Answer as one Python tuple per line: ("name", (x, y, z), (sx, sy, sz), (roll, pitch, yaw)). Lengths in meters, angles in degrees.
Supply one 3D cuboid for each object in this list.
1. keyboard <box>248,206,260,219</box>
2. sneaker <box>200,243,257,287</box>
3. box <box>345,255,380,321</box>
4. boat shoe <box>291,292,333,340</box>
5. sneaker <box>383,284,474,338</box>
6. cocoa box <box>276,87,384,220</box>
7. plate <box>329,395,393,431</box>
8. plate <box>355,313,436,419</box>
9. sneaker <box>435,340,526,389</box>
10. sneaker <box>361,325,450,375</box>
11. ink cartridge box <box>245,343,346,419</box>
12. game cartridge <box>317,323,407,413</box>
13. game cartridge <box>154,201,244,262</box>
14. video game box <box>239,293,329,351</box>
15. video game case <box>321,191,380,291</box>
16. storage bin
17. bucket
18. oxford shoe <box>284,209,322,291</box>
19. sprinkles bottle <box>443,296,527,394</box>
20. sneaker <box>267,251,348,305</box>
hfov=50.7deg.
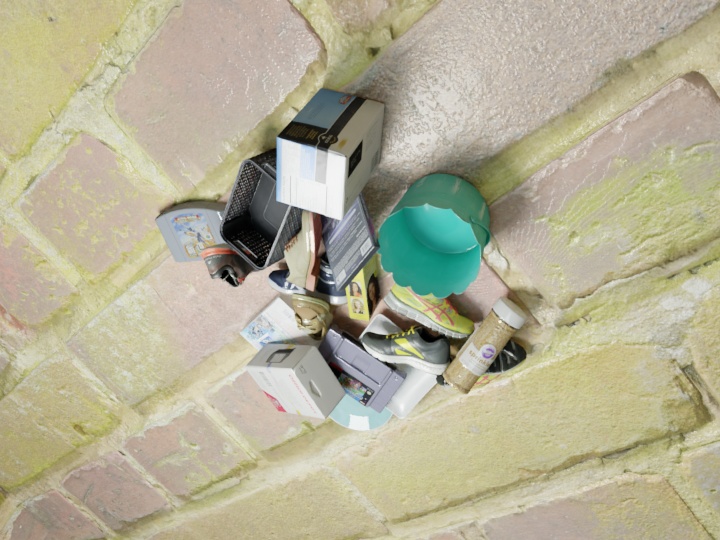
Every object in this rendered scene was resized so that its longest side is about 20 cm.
("keyboard", (-0.174, -0.098, 1.580), (0.198, 0.040, 0.105), (-21, 113, 36))
("sneaker", (-0.266, -0.001, 1.598), (0.076, 0.199, 0.084), (-18, 78, 24))
("box", (0.000, 0.000, 1.551), (0.049, 0.076, 0.203), (7, 128, 22))
("boat shoe", (-0.102, 0.101, 1.601), (0.072, 0.068, 0.200), (11, 164, 17))
("sneaker", (0.151, 0.068, 1.523), (0.197, 0.078, 0.092), (25, 96, -15))
("cocoa box", (-0.052, -0.209, 1.334), (0.129, 0.201, 0.135), (16, 131, 13))
("plate", (-0.010, 0.291, 1.792), (0.196, 0.026, 0.204), (9, 120, 15))
("plate", (0.071, 0.209, 1.686), (0.198, 0.032, 0.200), (36, 123, -3))
("sneaker", (0.260, 0.202, 1.592), (0.197, 0.080, 0.090), (-20, 145, 26))
("sneaker", (0.100, 0.149, 1.588), (0.196, 0.074, 0.086), (14, 109, 13))
("ink cartridge box", (-0.146, 0.244, 1.697), (0.198, 0.086, 0.149), (-5, 124, 50))
("game cartridge", (-0.009, 0.222, 1.684), (0.198, 0.038, 0.131), (33, 120, 2))
("game cartridge", (-0.358, -0.086, 1.677), (0.196, 0.042, 0.135), (-5, 126, 27))
("video game box", (-0.157, 0.160, 1.760), (0.200, 0.047, 0.182), (43, 128, -10))
("video game case", (-0.030, -0.085, 1.441), (0.019, 0.203, 0.143), (6, 143, -33))
("storage bin", (-0.183, -0.120, 1.502), (0.135, 0.093, 0.202), (39, 128, 15))
("bucket", (0.141, -0.067, 1.394), (0.203, 0.135, 0.210), (13, 129, 16))
("oxford shoe", (-0.115, -0.042, 1.478), (0.072, 0.071, 0.203), (11, 129, 5))
("sprinkles bottle", (0.245, 0.149, 1.502), (0.068, 0.068, 0.202), (34, 106, -3))
("sneaker", (-0.109, -0.001, 1.603), (0.196, 0.070, 0.110), (12, 124, 20))
